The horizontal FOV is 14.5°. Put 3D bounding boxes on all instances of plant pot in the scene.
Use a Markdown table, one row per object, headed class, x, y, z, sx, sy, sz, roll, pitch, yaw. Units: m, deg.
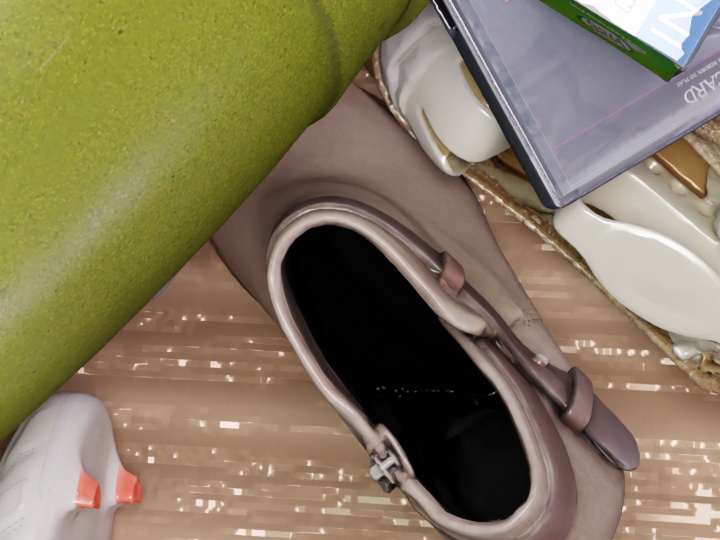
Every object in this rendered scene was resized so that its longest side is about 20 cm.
| class | x | y | z | sx | sy | sz | roll | pitch | yaw |
| --- | --- | --- | --- | --- | --- | --- | --- | --- | --- |
| plant pot | -0.115 | -0.045 | 0.670 | 0.200 | 0.200 | 0.193 | 28 | 71 | 12 |

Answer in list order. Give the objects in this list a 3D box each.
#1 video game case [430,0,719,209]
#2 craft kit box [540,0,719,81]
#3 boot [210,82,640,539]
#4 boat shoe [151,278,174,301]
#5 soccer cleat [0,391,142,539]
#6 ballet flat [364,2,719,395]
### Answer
| class | x | y | z | sx | sy | sz | roll | pitch | yaw |
| --- | --- | --- | --- | --- | --- | --- | --- | --- | --- |
| video game case | 0.062 | -0.138 | 0.743 | 0.143 | 0.019 | 0.200 | -30 | 96 | -10 |
| craft kit box | 0.045 | -0.181 | 0.688 | 0.197 | 0.049 | 0.200 | 32 | 90 | 0 |
| boot | 0.000 | 0.000 | 0.757 | 0.070 | 0.146 | 0.200 | -45 | 80 | 6 |
| boat shoe | -0.129 | -0.070 | 0.818 | 0.075 | 0.086 | 0.202 | -38 | 80 | 6 |
| soccer cleat | -0.120 | 0.128 | 0.814 | 0.077 | 0.069 | 0.201 | 15 | 92 | 15 |
| ballet flat | 0.060 | -0.036 | 0.784 | 0.200 | 0.065 | 0.071 | 37 | 120 | 13 |
